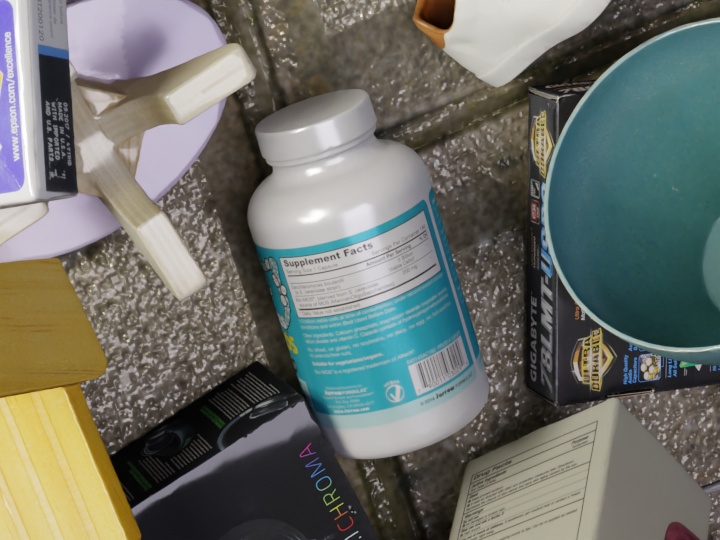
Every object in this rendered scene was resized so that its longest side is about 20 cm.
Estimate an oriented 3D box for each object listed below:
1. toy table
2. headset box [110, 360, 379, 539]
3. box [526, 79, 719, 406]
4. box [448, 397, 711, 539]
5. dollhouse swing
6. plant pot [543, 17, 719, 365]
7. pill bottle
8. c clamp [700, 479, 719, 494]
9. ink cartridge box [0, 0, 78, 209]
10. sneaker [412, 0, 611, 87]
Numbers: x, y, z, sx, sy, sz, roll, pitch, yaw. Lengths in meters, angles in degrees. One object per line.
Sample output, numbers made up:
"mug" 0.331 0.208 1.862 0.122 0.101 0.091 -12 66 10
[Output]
"toy table" -0.149 -0.075 1.119 0.200 0.117 0.184 -46 112 -6
"headset box" -0.093 0.186 1.205 0.199 0.093 0.175 -31 109 -12
"box" 0.202 -0.024 1.302 0.197 0.050 0.202 -7 104 -20
"box" 0.124 0.199 1.221 0.109 0.127 0.201 44 39 -23
"dollhouse swing" -0.239 0.104 1.045 0.199 0.181 0.177 -15 87 26
"plant pot" 0.225 -0.028 1.198 0.201 0.199 0.135 -58 144 -2
"pill bottle" 0.000 0.000 1.195 0.110 0.111 0.202 -22 107 -16
"c clamp" 0.281 0.038 1.309 0.169 0.027 0.202 -13 107 -20
"ink cartridge box" -0.237 -0.123 1.041 0.043 0.198 0.200 2 83 -61
"sneaker" 0.093 -0.174 1.160 0.084 0.200 0.073 28 55 -16
